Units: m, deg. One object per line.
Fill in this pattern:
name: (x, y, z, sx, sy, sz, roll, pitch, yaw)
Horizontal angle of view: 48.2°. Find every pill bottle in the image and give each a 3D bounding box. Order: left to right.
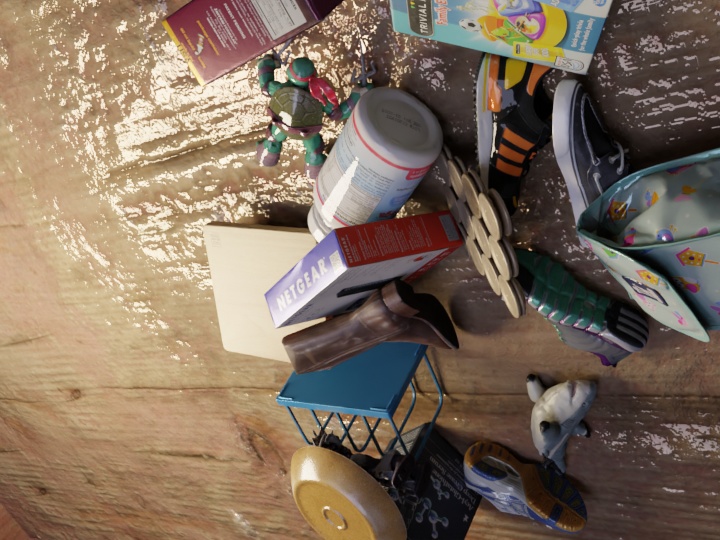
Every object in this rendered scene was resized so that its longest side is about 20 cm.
pill bottle: (0.009, -0.110, 0.955, 0.108, 0.109, 0.201, 36, 138, 1)

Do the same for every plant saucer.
plant saucer: (-0.028, 0.334, 1.123, 0.198, 0.035, 0.203, 24, 137, 25)

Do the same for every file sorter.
file sorter: (0.004, 0.190, 1.199, 0.197, 0.139, 0.124, 1, 130, 33)

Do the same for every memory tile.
memory tile: (0.131, -0.050, 0.892, 0.017, 0.201, 0.155, -21, 120, -3)

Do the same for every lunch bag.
lunch bag: (0.330, -0.019, 0.781, 0.198, 0.124, 0.170, -17, 137, 41)

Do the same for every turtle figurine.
turtle figurine: (-0.069, -0.198, 0.947, 0.148, 0.101, 0.201, 30, 143, 8)

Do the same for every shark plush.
shark plush: (0.279, 0.228, 1.100, 0.082, 0.091, 0.203, -9, 121, 3)

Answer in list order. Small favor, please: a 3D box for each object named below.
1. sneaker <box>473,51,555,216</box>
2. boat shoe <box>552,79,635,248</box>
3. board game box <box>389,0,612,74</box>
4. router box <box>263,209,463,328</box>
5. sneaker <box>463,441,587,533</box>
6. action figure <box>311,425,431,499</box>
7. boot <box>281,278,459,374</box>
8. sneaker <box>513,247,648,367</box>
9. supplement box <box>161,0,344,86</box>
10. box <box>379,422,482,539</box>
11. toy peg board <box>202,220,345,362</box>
sneaker: (0.171, -0.136, 0.853, 0.088, 0.070, 0.202, 4, 132, 19)
boat shoe: (0.247, -0.105, 0.825, 0.067, 0.072, 0.202, 2, 130, 34)
board game box: (0.123, -0.250, 0.723, 0.196, 0.048, 0.151, 15, 170, 10)
router box: (0.000, 0.000, 0.998, 0.200, 0.177, 0.050, -39, 68, 52)
sneaker: (0.246, 0.335, 1.214, 0.198, 0.075, 0.089, 29, 142, 24)
action figure: (-0.001, 0.279, 1.138, 0.198, 0.070, 0.131, -6, 135, 42)
boot: (0.013, 0.096, 1.082, 0.198, 0.065, 0.186, -30, 138, 23)
sneaker: (0.241, 0.054, 0.970, 0.198, 0.075, 0.088, 32, 142, 5)
supplement box: (-0.106, -0.291, 0.875, 0.198, 0.111, 0.086, -15, 117, 41)
box: (0.085, 0.370, 1.251, 0.148, 0.201, 0.107, 44, 138, -8)
toy peg board: (-0.111, 0.020, 1.179, 0.197, 0.098, 0.203, 6, 114, 29)
